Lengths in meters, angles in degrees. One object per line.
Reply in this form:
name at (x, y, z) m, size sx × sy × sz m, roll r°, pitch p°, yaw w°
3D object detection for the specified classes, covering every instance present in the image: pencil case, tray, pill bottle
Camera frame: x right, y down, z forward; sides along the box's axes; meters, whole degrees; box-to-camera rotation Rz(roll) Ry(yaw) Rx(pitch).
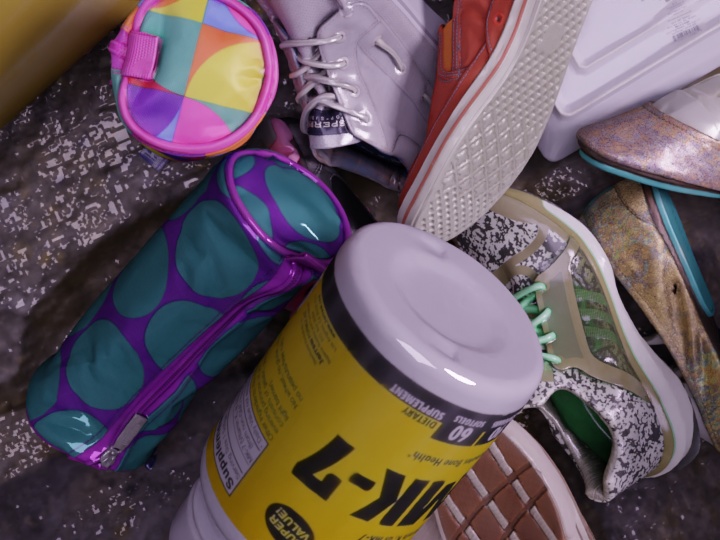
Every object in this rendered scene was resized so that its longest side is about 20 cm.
pencil case at (-0.092, -0.098, 0.723) m, size 0.087 × 0.200 × 0.090 m, roll 0°, pitch 93°, yaw -10°
tray at (0.165, -0.155, 0.764) m, size 0.199 × 0.022 × 0.108 m, roll -30°, pitch 91°, yaw 10°
pencil case at (-0.094, 0.026, 0.739) m, size 0.085 × 0.093 × 0.200 m, roll 24°, pitch 123°, yaw -34°
pill bottle at (-0.009, 0.085, 0.681) m, size 0.114 × 0.114 × 0.201 m, roll 35°, pitch 118°, yaw -1°

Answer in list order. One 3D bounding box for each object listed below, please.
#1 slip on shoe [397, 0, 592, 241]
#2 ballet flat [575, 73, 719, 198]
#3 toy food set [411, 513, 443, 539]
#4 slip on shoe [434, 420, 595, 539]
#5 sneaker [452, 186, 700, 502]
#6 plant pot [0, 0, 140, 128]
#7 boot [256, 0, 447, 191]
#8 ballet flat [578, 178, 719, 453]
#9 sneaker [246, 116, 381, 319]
slip on shoe at (0.068, -0.108, 0.742) m, size 0.061 × 0.074 × 0.202 m, roll 29°, pitch 101°, yaw 36°
ballet flat at (0.214, -0.072, 0.774) m, size 0.198 × 0.068 × 0.068 m, roll 12°, pitch 110°, yaw -23°
toy food set at (-0.032, 0.170, 0.797) m, size 0.143 × 0.060 × 0.201 m, roll 30°, pitch 81°, yaw -1°
slip on shoe at (0.103, 0.159, 0.774) m, size 0.076 × 0.061 × 0.201 m, roll -29°, pitch 102°, yaw 21°
sneaker at (0.107, 0.041, 0.762) m, size 0.201 × 0.088 × 0.077 m, roll 53°, pitch 133°, yaw 5°
plant pot at (-0.194, -0.183, 0.726) m, size 0.200 × 0.201 × 0.189 m, roll 40°, pitch 104°, yaw -1°
boot at (-0.011, -0.111, 0.726) m, size 0.073 × 0.199 × 0.097 m, roll 0°, pitch 71°, yaw 38°
ballet flat at (0.186, 0.043, 0.798) m, size 0.070 × 0.071 × 0.202 m, roll -28°, pitch 92°, yaw -1°
sneaker at (0.000, 0.000, 0.793) m, size 0.095 × 0.079 × 0.202 m, roll -19°, pitch 80°, yaw -34°
